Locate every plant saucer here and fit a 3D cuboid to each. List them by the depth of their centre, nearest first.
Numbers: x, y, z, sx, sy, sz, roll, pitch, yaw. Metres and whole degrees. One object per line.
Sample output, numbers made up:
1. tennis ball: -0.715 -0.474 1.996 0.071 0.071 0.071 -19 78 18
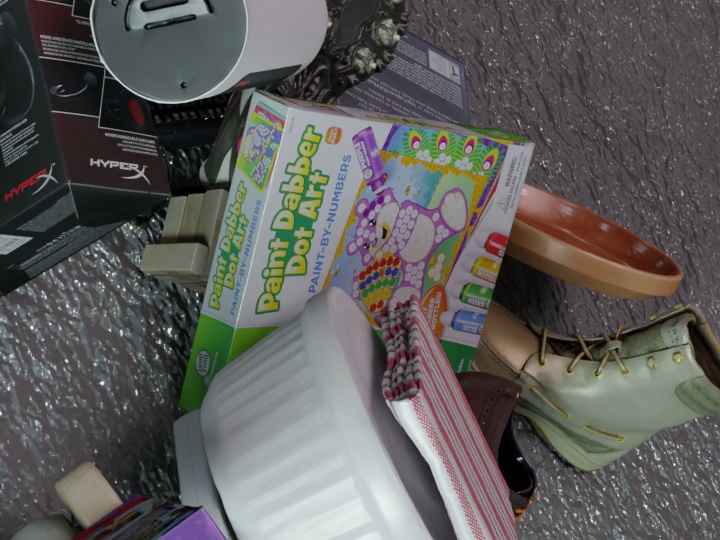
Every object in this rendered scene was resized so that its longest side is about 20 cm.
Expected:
1. plant saucer: 0.148 -0.027 1.257 0.200 0.032 0.200 23 13 -6

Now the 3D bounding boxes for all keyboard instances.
1. keyboard: -0.129 -0.092 1.059 0.200 0.021 0.127 -16 81 -52

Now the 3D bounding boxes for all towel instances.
1. towel: 0.048 0.103 0.900 0.200 0.030 0.147 -85 150 -76

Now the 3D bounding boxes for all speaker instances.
1. speaker: -0.075 -0.135 0.882 0.081 0.081 0.200 60 13 -3

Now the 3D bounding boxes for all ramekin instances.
1. ramekin: -0.010 0.118 0.906 0.203 0.094 0.202 61 7 -12

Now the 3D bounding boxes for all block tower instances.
1. block tower: -0.043 0.006 1.060 0.200 0.054 0.058 23 72 -41

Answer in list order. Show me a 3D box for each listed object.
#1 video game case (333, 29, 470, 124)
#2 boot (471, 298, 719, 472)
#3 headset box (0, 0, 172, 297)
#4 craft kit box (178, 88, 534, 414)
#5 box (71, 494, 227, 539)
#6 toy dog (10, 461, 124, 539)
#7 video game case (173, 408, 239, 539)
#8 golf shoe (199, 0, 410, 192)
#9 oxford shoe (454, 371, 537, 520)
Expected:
1. video game case: 0.028 -0.082 1.124 0.143 0.019 0.200 23 54 -41
2. boot: 0.173 0.061 1.212 0.200 0.155 0.072 41 41 -26
3. headset box: -0.195 -0.105 0.879 0.075 0.149 0.200 4 64 -51
4. craft kit box: 0.000 0.000 1.014 0.197 0.048 0.200 4 107 -36
5. box: -0.151 0.169 0.696 0.200 0.137 0.039 -35 97 -18
6. toy dog: -0.123 0.196 0.827 0.132 0.096 0.200 -16 87 -10
7. video game case: -0.039 0.196 0.881 0.182 0.024 0.200 57 8 -34
8. golf shoe: -0.040 -0.130 1.051 0.077 0.088 0.200 44 63 -29
9. oxford shoe: 0.074 0.158 1.046 0.071 0.072 0.200 -56 145 -60
